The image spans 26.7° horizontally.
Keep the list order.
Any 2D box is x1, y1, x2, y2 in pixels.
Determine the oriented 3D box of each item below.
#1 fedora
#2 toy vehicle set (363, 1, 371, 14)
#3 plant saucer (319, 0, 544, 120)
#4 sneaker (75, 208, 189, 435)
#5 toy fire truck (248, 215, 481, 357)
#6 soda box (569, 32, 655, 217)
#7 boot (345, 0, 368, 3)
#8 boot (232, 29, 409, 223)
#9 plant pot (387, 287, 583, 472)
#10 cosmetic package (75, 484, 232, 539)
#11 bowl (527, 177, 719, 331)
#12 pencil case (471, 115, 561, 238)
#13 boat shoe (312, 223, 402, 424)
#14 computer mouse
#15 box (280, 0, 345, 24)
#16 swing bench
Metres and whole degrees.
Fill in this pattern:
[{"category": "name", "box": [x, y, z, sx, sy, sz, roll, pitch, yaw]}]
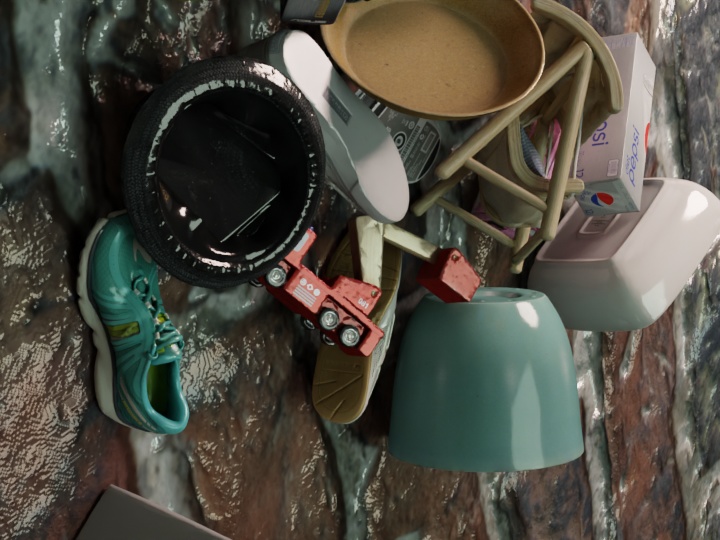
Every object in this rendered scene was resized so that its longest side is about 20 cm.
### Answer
[{"category": "fedora", "box": [-0.124, -0.087, 1.231, 0.200, 0.092, 0.201, -18, 121, -32]}, {"category": "toy vehicle set", "box": [0.063, -0.261, 1.450, 0.200, 0.026, 0.125, -5, 107, -49]}, {"category": "plant saucer", "box": [0.060, -0.195, 1.326, 0.200, 0.200, 0.035, -38, 157, -35]}, {"category": "sneaker", "box": [-0.176, 0.044, 1.240, 0.077, 0.080, 0.200, -30, 124, -40]}, {"category": "toy fire truck", "box": [0.000, 0.000, 1.390, 0.200, 0.049, 0.141, 40, 73, -19]}, {"category": "soda box", "box": [0.276, -0.160, 1.658, 0.068, 0.063, 0.200, 49, 44, -46]}, {"category": "boot", "box": [0.023, -0.263, 1.322, 0.200, 0.075, 0.097, 20, 83, -18]}, {"category": "boot", "box": [-0.044, -0.116, 1.303, 0.200, 0.095, 0.074, 55, 44, -25]}, {"category": "plant pot", "box": [0.126, 0.102, 1.537, 0.200, 0.200, 0.161, -7, 99, -48]}, {"category": "cosmetic package", "box": [-0.126, 0.301, 1.298, 0.123, 0.200, 0.199, -61, 140, -18]}, {"category": "bowl", "box": [0.282, -0.030, 1.676, 0.075, 0.200, 0.200, 50, 65, -24]}, {"category": "pencil case", "box": [0.188, -0.129, 1.597, 0.200, 0.086, 0.083, -67, 162, -10]}, {"category": "boat shoe", "box": [-0.003, 0.050, 1.465, 0.069, 0.071, 0.200, 48, 56, -75]}, {"category": "computer mouse", "box": [0.002, -0.137, 1.411, 0.200, 0.044, 0.110, 28, 91, -51]}, {"category": "box", "box": [-0.033, -0.309, 1.191, 0.048, 0.158, 0.201, 1, 85, -8]}, {"category": "swing bench", "box": [0.159, -0.125, 1.451, 0.200, 0.130, 0.199, -59, 179, -9]}]
